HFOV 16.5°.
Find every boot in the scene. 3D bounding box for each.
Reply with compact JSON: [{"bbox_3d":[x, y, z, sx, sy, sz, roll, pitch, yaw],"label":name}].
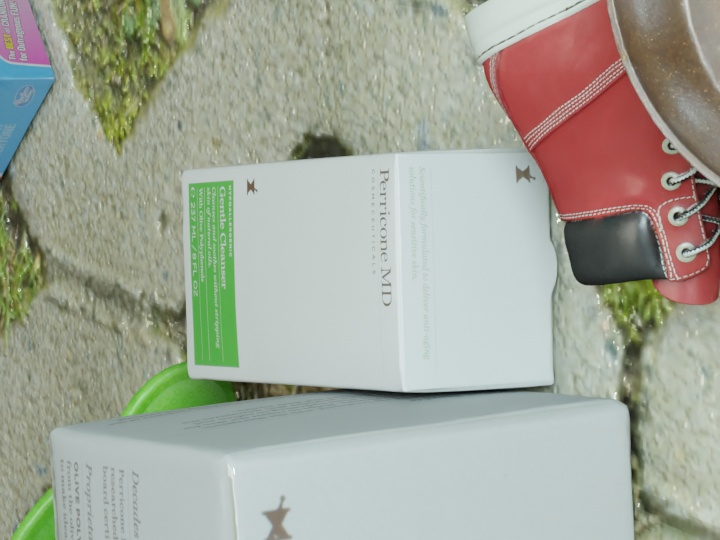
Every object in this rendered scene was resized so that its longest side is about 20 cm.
[{"bbox_3d":[0.137,-0.068,0.945,0.200,0.072,0.144,-27,83,49],"label":"boot"}]

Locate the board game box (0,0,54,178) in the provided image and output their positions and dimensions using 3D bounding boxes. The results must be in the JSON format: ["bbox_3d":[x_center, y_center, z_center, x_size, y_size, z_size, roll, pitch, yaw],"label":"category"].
[{"bbox_3d":[-0.263,-0.157,1.597,0.153,0.040,0.200,-53,49,46],"label":"board game box"}]

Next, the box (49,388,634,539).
[{"bbox_3d":[-0.005,0.156,1.057,0.171,0.199,0.200,-1,93,58],"label":"box"}]

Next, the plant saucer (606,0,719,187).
[{"bbox_3d":[0.178,-0.111,0.829,0.200,0.034,0.201,-1,87,30],"label":"plant saucer"}]

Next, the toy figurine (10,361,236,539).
[{"bbox_3d":[-0.065,0.171,1.261,0.184,0.150,0.200,29,93,39],"label":"toy figurine"}]

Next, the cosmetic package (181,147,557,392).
[{"bbox_3d":[0.000,0.000,1.145,0.200,0.085,0.108,-3,89,60],"label":"cosmetic package"}]
